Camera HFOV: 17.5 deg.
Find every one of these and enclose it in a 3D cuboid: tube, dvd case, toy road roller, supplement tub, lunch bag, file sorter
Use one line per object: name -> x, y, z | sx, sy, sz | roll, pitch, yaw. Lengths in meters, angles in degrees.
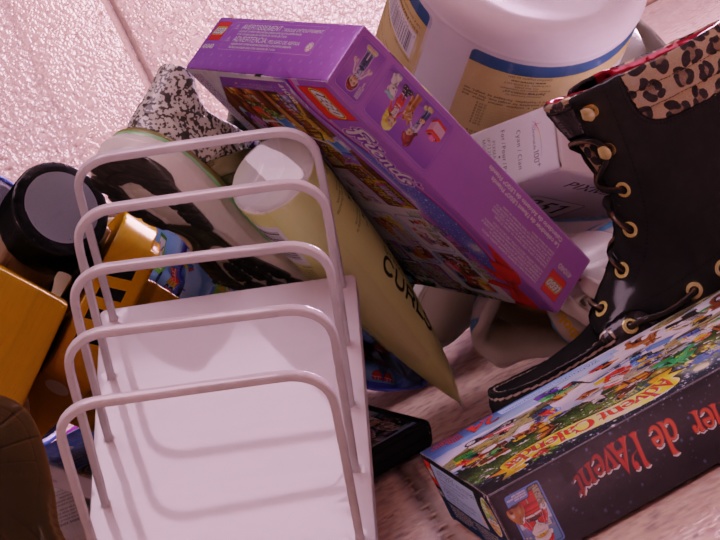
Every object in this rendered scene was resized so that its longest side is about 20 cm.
tube -> 0.000, 0.000, 1.287 | 0.052, 0.200, 0.058 | -1, 57, 33
dvd case -> -0.076, 0.101, 1.306 | 0.142, 0.018, 0.199 | -26, 23, -37
toy road roller -> -0.167, 0.053, 1.288 | 0.123, 0.145, 0.201 | -42, 21, 55
supplement tub -> 0.080, -0.130, 1.397 | 0.144, 0.145, 0.200 | -31, -22, -29
lunch bag -> -0.045, 0.023, 1.491 | 0.095, 0.199, 0.151 | -66, 17, 8
file sorter -> -0.071, 0.039, 1.130 | 0.138, 0.125, 0.201 | -8, 39, 2

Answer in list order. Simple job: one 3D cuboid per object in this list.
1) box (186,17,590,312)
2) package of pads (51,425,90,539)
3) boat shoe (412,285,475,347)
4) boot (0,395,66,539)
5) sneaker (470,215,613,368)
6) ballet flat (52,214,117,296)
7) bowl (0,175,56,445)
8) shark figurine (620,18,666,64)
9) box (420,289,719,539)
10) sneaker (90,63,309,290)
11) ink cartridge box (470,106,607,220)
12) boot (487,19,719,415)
box -> 0.015, -0.057, 1.247 | 0.137, 0.200, 0.039 | 12, 64, 54
package of pads -> -0.156, 0.132, 1.455 | 0.154, 0.068, 0.200 | -23, 9, 35
boat shoe -> 0.053, 0.000, 1.503 | 0.073, 0.062, 0.200 | -66, -17, 15
boot -> -0.181, 0.181, 1.117 | 0.072, 0.201, 0.155 | 1, -42, -20
sneaker -> 0.147, 0.006, 1.283 | 0.199, 0.077, 0.081 | -19, 30, 43
ballet flat -> -0.168, 0.021, 1.443 | 0.069, 0.070, 0.200 | -30, -6, -25
bowl -> -0.245, 0.028, 1.525 | 0.039, 0.202, 0.201 | -14, 12, 24
shark figurine -> 0.170, -0.114, 1.488 | 0.090, 0.128, 0.215 | -51, 17, 7
box -> 0.134, 0.059, 1.043 | 0.199, 0.038, 0.137 | -28, 7, -8
sneaker -> -0.063, -0.047, 1.299 | 0.077, 0.200, 0.089 | 7, 68, 37
ink cartridge box -> 0.178, -0.061, 1.323 | 0.199, 0.045, 0.176 | 9, -20, -39
boot -> 0.130, -0.018, 1.148 | 0.199, 0.151, 0.073 | -26, 7, 5
